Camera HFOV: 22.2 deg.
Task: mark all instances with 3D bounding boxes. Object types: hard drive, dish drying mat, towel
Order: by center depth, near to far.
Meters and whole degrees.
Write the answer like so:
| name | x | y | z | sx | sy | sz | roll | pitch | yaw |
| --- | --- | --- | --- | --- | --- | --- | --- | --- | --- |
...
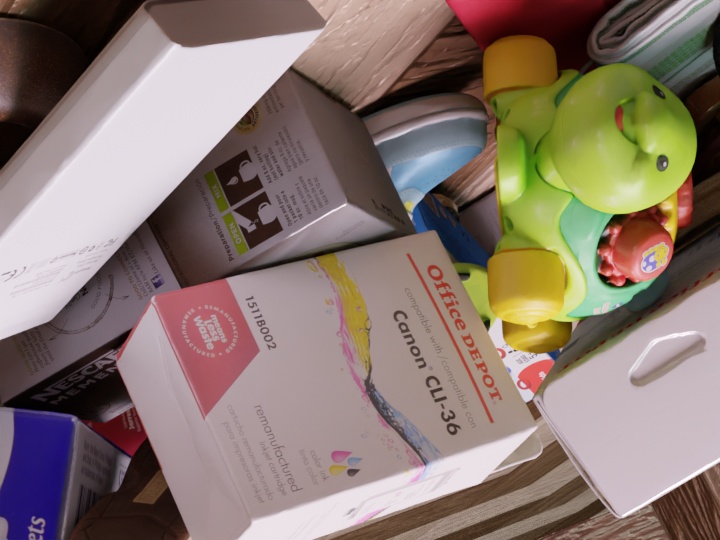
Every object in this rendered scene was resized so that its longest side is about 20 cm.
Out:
| name | x | y | z | sx | sy | sz | roll | pitch | yaw |
| --- | --- | --- | --- | --- | --- | --- | --- | --- | --- |
| hard drive | -0.111 | -0.038 | 0.766 | 0.200 | 0.027 | 0.132 | -44 | 171 | 25 |
| dish drying mat | 0.098 | -0.127 | 0.932 | 0.077 | 0.018 | 0.200 | -28 | 165 | 10 |
| towel | 0.198 | -0.144 | 1.001 | 0.149 | 0.031 | 0.200 | -36 | 166 | 11 |

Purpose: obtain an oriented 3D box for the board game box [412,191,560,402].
| name | x | y | z | sx | sy | sz | roll | pitch | yaw |
| --- | --- | --- | --- | --- | --- | --- | --- | --- | --- |
| board game box | 0.000 | 0.050 | 1.144 | 0.195 | 0.056 | 0.200 | -31 | 139 | 15 |

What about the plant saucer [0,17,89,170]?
| name | x | y | z | sx | sy | sz | roll | pitch | yaw |
| --- | --- | --- | --- | --- | --- | --- | --- | --- | --- |
| plant saucer | -0.196 | -0.034 | 0.740 | 0.200 | 0.032 | 0.200 | -25 | 164 | -8 |

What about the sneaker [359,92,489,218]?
| name | x | y | z | sx | sy | sz | roll | pitch | yaw |
| --- | --- | --- | --- | --- | --- | --- | --- | --- | --- |
| sneaker | 0.000 | 0.000 | 0.981 | 0.200 | 0.131 | 0.080 | -30 | 163 | 13 |

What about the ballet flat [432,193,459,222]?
| name | x | y | z | sx | sy | sz | roll | pitch | yaw |
| --- | --- | --- | --- | --- | --- | --- | --- | --- | --- |
| ballet flat | -0.011 | 0.009 | 1.185 | 0.066 | 0.057 | 0.200 | 22 | 131 | -34 |

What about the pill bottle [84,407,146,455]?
| name | x | y | z | sx | sy | sz | roll | pitch | yaw |
| --- | --- | --- | --- | --- | --- | --- | --- | --- | --- |
| pill bottle | -0.173 | 0.147 | 1.222 | 0.200 | 0.113 | 0.113 | -29 | 165 | 10 |

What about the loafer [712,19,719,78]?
| name | x | y | z | sx | sy | sz | roll | pitch | yaw |
| --- | --- | --- | --- | --- | --- | --- | --- | --- | --- |
| loafer | 0.243 | -0.135 | 0.916 | 0.071 | 0.073 | 0.200 | -28 | 166 | -23 |

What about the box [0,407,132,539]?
| name | x | y | z | sx | sy | sz | roll | pitch | yaw |
| --- | --- | --- | --- | --- | --- | --- | --- | --- | --- |
| box | -0.224 | 0.127 | 0.931 | 0.199 | 0.105 | 0.184 | 5 | 166 | 6 |

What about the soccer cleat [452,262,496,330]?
| name | x | y | z | sx | sy | sz | roll | pitch | yaw |
| --- | --- | --- | --- | --- | --- | --- | --- | --- | --- |
| soccer cleat | -0.011 | 0.053 | 1.060 | 0.200 | 0.065 | 0.084 | -34 | -165 | -3 |

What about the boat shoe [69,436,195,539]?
| name | x | y | z | sx | sy | sz | roll | pitch | yaw |
| --- | --- | --- | --- | --- | --- | --- | --- | --- | --- |
| boat shoe | -0.088 | 0.130 | 0.913 | 0.074 | 0.075 | 0.202 | 9 | -159 | 21 |

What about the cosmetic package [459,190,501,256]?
| name | x | y | z | sx | sy | sz | roll | pitch | yaw |
| --- | --- | --- | --- | --- | --- | --- | --- | --- | --- |
| cosmetic package | 0.064 | 0.017 | 1.257 | 0.200 | 0.074 | 0.102 | -34 | 162 | 23 |

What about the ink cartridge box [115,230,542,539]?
| name | x | y | z | sx | sy | sz | roll | pitch | yaw |
| --- | --- | --- | --- | --- | --- | --- | --- | --- | --- |
| ink cartridge box | 0.000 | 0.054 | 0.874 | 0.199 | 0.117 | 0.068 | -14 | 158 | -32 |

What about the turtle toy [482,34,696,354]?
| name | x | y | z | sx | sy | sz | roll | pitch | yaw |
| --- | --- | --- | --- | --- | --- | --- | --- | --- | --- |
| turtle toy | 0.113 | -0.043 | 0.902 | 0.101 | 0.146 | 0.200 | -2 | 167 | 8 |

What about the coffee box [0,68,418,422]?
| name | x | y | z | sx | sy | sz | roll | pitch | yaw |
| --- | --- | --- | --- | --- | --- | --- | --- | --- | --- |
| coffee box | -0.086 | -0.007 | 0.910 | 0.200 | 0.080 | 0.114 | -30 | 162 | 13 |

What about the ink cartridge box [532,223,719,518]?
| name | x | y | z | sx | sy | sz | roll | pitch | yaw |
| --- | --- | --- | --- | --- | --- | --- | --- | --- | --- |
| ink cartridge box | 0.186 | 0.041 | 1.002 | 0.146 | 0.083 | 0.200 | -34 | -178 | 19 |

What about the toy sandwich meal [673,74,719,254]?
| name | x | y | z | sx | sy | sz | roll | pitch | yaw |
| --- | --- | --- | --- | --- | --- | --- | --- | --- | --- |
| toy sandwich meal | 0.195 | -0.052 | 1.123 | 0.205 | 0.070 | 0.205 | -30 | 169 | -6 |
